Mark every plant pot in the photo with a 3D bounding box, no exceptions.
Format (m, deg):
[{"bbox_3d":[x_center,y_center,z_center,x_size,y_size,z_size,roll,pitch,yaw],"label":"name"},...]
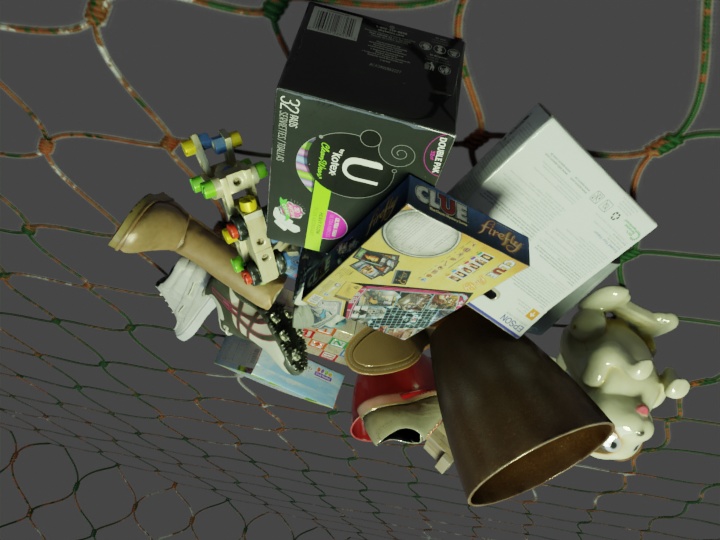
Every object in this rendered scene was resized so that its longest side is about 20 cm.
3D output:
[{"bbox_3d":[0.169,0.150,0.706,0.186,0.200,0.187,-17,143,-13],"label":"plant pot"}]

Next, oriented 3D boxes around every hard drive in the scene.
[{"bbox_3d":[0.221,0.015,0.754,0.139,0.033,0.200,15,147,-4],"label":"hard drive"}]

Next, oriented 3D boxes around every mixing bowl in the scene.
[{"bbox_3d":[0.065,0.206,0.994,0.199,0.109,0.201,-13,145,-9],"label":"mixing bowl"}]

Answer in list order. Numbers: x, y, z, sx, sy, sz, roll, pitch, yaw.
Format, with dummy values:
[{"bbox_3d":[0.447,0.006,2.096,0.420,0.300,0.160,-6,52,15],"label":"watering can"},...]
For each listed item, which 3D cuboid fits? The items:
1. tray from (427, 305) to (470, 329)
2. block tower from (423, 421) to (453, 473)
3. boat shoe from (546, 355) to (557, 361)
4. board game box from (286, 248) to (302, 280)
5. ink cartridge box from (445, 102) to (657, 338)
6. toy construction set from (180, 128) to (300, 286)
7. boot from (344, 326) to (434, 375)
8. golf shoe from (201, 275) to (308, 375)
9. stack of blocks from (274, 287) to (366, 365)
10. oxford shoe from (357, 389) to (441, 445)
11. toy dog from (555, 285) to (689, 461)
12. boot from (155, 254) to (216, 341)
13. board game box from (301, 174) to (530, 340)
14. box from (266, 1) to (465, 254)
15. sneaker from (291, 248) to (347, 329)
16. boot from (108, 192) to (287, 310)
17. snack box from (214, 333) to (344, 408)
[{"bbox_3d":[0.105,0.003,0.716,0.098,0.037,0.200,7,139,0],"label":"tray"},{"bbox_3d":[0.189,0.250,0.972,0.058,0.200,0.054,40,150,22],"label":"block tower"},{"bbox_3d":[0.230,0.170,0.958,0.199,0.063,0.071,6,149,11],"label":"boat shoe"},{"bbox_3d":[0.000,0.000,0.798,0.199,0.037,0.151,29,144,-22],"label":"board game box"},{"bbox_3d":[0.177,-0.040,0.608,0.199,0.041,0.200,33,115,-29],"label":"ink cartridge box"},{"bbox_3d":[-0.132,-0.059,0.666,0.131,0.092,0.200,43,165,45],"label":"toy construction set"},{"bbox_3d":[0.038,0.114,0.855,0.077,0.200,0.155,57,147,7],"label":"boot"},{"bbox_3d":[-0.151,0.076,0.837,0.088,0.200,0.077,-38,168,15],"label":"golf shoe"},{"bbox_3d":[-0.088,0.081,0.927,0.199,0.059,0.115,18,146,-10],"label":"stack of blocks"},{"bbox_3d":[0.093,0.231,0.880,0.199,0.074,0.071,-2,140,-24],"label":"oxford shoe"},{"bbox_3d":[0.328,0.149,0.766,0.139,0.201,0.194,30,142,-26],"label":"toy dog"},{"bbox_3d":[-0.289,0.041,0.934,0.095,0.074,0.200,31,134,-17],"label":"boot"},{"bbox_3d":[0.045,0.001,0.562,0.135,0.035,0.200,24,144,-22],"label":"board game box"},{"bbox_3d":[-0.003,-0.116,0.545,0.148,0.125,0.200,14,146,-3],"label":"box"},{"bbox_3d":[-0.043,0.025,0.760,0.086,0.078,0.200,9,158,-3],"label":"sneaker"},{"bbox_3d":[-0.189,-0.017,0.714,0.200,0.175,0.066,36,106,-11],"label":"boot"},{"bbox_3d":[-0.151,0.178,1.034,0.168,0.068,0.200,30,161,-28],"label":"snack box"}]
